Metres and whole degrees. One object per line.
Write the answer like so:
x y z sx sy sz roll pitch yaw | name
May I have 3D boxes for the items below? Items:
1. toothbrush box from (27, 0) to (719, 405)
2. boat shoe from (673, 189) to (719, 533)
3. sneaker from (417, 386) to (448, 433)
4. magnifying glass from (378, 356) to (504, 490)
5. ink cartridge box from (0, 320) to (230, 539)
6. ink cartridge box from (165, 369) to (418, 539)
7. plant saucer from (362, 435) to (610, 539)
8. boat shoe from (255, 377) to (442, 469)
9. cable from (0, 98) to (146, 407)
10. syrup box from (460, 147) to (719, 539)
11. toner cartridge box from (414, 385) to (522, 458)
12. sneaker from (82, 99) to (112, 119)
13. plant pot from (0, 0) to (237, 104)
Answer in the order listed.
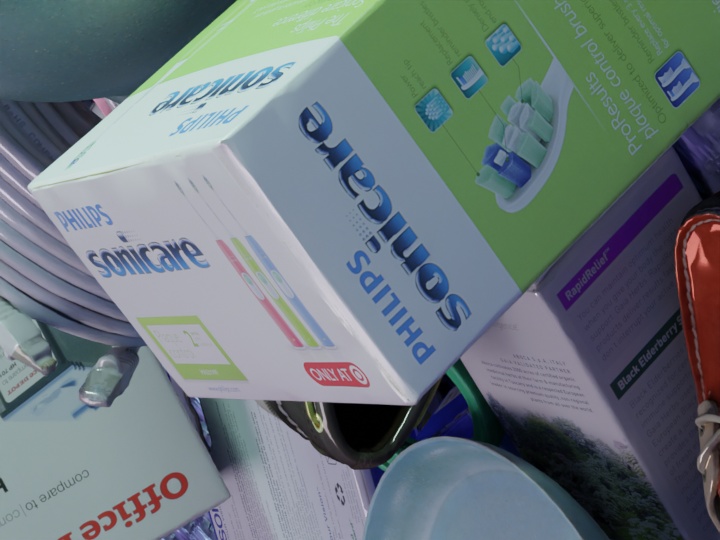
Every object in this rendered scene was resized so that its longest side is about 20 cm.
0.024 -0.059 0.624 0.086 0.200 0.145 54 157 -15 | toothbrush box
0.141 0.069 0.721 0.071 0.062 0.201 -27 79 53 | boat shoe
0.034 0.118 1.066 0.200 0.076 0.075 46 160 10 | sneaker
0.000 0.000 0.820 0.079 0.022 0.201 5 132 37 | magnifying glass
-0.172 0.053 1.052 0.201 0.146 0.086 61 168 -5 | ink cartridge box
-0.037 0.052 1.049 0.200 0.043 0.198 -8 99 66 | ink cartridge box
0.062 0.156 0.820 0.200 0.027 0.202 33 130 52 | plant saucer
0.015 -0.034 0.741 0.061 0.071 0.203 36 117 56 | boat shoe
-0.109 -0.067 0.875 0.200 0.200 0.069 49 123 -2 | cable
0.108 0.053 0.814 0.079 0.081 0.201 7 135 56 | syrup box
0.106 0.127 0.926 0.043 0.095 0.200 -41 92 24 | toner cartridge box
-0.129 -0.106 1.004 0.082 0.070 0.200 39 166 35 | sneaker
-0.093 -0.138 0.756 0.200 0.201 0.134 21 169 48 | plant pot
